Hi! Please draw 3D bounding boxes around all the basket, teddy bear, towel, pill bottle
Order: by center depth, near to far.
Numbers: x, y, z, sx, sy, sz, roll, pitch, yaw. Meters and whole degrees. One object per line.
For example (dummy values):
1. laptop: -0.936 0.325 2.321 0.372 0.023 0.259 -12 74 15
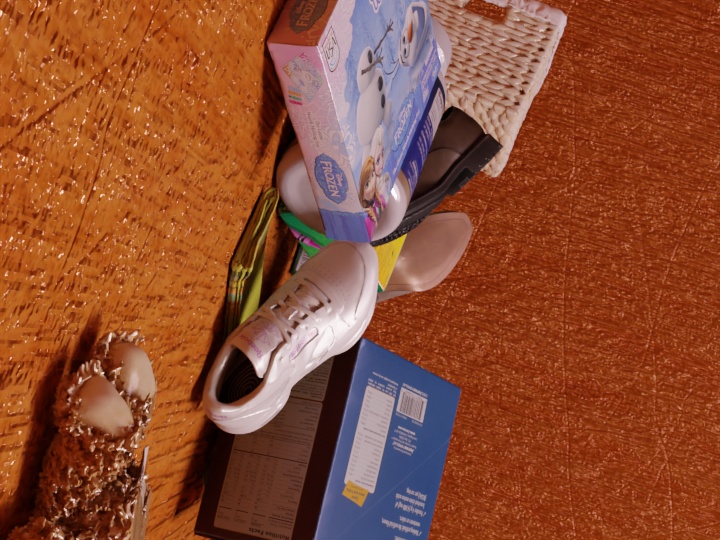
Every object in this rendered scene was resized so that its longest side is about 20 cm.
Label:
1. teddy bear: -0.148 0.129 0.812 0.145 0.066 0.201 -82 180 -55
2. towel: -0.094 0.019 1.307 0.200 0.018 0.086 104 7 -56
3. pill bottle: 0.009 -0.133 1.328 0.116 0.115 0.201 104 6 -54
4. basket: 0.131 -0.251 1.930 0.200 0.197 0.162 101 11 -68

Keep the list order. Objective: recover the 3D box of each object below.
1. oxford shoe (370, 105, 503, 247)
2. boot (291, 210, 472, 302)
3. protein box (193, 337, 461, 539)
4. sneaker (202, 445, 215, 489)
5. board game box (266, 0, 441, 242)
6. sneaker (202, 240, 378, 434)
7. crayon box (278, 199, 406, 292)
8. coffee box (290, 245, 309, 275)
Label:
1. oxford shoe: 0.044 -0.088 1.407 0.200 0.085 0.073 -42 180 -42
2. boot: 0.000 0.000 1.529 0.199 0.071 0.146 -32 -165 -29
3. protein box: -0.026 0.176 1.439 0.198 0.134 0.201 30 71 -54
4. sneaker: -0.105 0.156 1.527 0.201 0.070 0.080 -60 177 -29
5. board game box: 0.002 -0.161 1.153 0.200 0.043 0.201 72 31 -47
6. sneaker: -0.056 0.053 1.268 0.200 0.075 0.100 -51 166 -4
7. crayon box: 0.004 -0.091 1.446 0.119 0.058 0.201 56 42 -38
8. coffee box: -0.021 -0.081 1.689 0.123 0.044 0.201 15 93 -86
